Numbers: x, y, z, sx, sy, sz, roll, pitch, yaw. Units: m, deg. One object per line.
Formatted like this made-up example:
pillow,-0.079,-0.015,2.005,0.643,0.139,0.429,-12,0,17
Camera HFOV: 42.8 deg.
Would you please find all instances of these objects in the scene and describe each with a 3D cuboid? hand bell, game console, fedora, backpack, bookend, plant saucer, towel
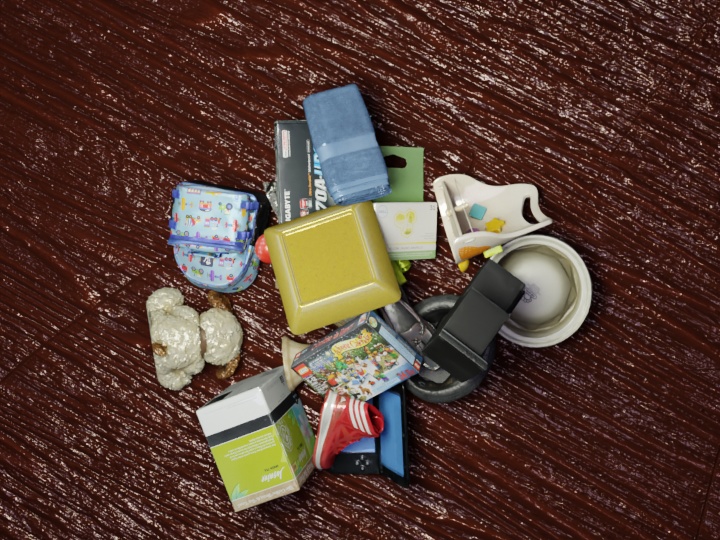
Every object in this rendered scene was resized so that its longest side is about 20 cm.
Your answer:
hand bell,-0.041,0.160,1.721,0.198,0.104,0.105,-9,94,1
game console,0.007,0.291,1.703,0.174,0.116,0.202,-2,94,9
fedora,0.156,0.138,1.672,0.199,0.092,0.203,1,93,17
backpack,-0.271,-0.057,1.711,0.181,0.135,0.202,12,98,8
bookend,0.203,0.069,1.506,0.092,0.199,0.201,36,77,4
plant saucer,-0.053,-0.016,1.555,0.198,0.048,0.202,-19,74,3
towel,-0.025,-0.213,1.571,0.111,0.049,0.202,-14,78,-15

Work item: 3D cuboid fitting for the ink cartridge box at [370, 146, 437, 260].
ink cartridge box,0.070,-0.121,1.650,0.144,0.048,0.202,-3,98,-35

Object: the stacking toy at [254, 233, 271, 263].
stacking toy,-0.094,-0.011,1.619,0.198,0.085,0.086,20,98,7

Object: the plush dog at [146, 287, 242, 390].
plush dog,-0.308,0.127,1.739,0.170,0.160,0.202,-9,94,-13

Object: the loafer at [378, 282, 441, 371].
loafer,0.076,0.095,1.612,0.072,0.063,0.201,-38,81,15

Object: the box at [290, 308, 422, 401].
box,-0.009,0.163,1.618,0.137,0.038,0.199,43,127,-19

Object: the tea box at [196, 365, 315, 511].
tea box,-0.181,0.304,1.693,0.133,0.200,0.198,-20,93,11

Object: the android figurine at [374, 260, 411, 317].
android figurine,0.000,0.000,1.684,0.181,0.041,0.201,-32,82,-14

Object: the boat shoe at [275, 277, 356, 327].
boat shoe,-0.076,0.069,1.719,0.199,0.074,0.067,24,93,7

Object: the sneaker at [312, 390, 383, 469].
sneaker,-0.021,0.306,1.668,0.114,0.079,0.201,13,138,6

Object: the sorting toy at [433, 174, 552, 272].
sorting toy,0.237,-0.092,1.613,0.178,0.201,0.107,-16,127,5

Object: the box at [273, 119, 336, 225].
box,-0.071,-0.167,1.636,0.157,0.046,0.202,-3,97,-11

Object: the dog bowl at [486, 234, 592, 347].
dog bowl,0.312,0.033,1.651,0.198,0.074,0.202,1,96,9

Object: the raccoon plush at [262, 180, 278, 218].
raccoon plush,-0.088,-0.122,1.704,0.133,0.097,0.201,-26,100,2
